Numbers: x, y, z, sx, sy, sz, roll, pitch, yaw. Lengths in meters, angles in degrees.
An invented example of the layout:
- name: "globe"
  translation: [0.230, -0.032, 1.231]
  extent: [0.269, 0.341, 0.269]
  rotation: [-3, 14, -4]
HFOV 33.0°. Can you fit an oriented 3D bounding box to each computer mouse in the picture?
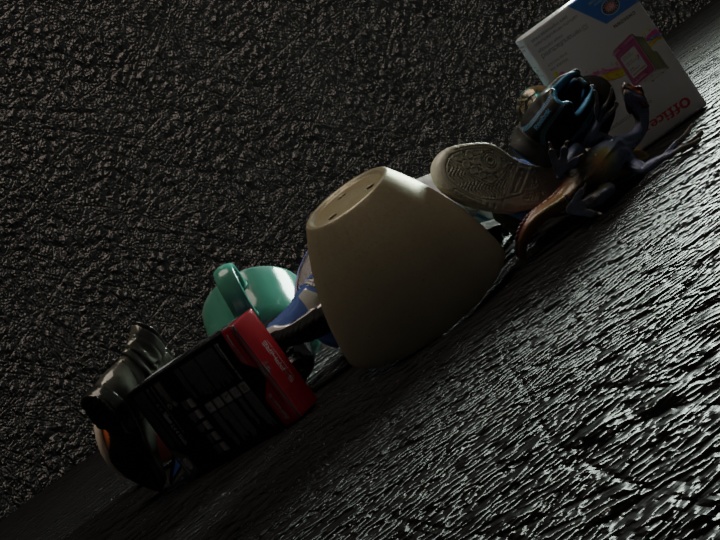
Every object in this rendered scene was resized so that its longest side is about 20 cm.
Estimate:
- name: "computer mouse"
  translation: [-0.097, 0.136, 1.498]
  extent: [0.139, 0.053, 0.200]
  rotation: [-47, 7, 13]

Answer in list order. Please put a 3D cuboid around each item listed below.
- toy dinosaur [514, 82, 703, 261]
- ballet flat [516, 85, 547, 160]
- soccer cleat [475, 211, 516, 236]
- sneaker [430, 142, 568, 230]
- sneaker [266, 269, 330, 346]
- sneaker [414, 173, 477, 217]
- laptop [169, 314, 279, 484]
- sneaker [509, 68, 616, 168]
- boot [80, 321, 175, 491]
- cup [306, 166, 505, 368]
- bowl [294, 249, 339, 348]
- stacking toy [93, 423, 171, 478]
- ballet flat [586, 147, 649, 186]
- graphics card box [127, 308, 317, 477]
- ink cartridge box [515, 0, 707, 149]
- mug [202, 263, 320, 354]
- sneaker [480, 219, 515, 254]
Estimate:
- name: "toy dinosaur"
  translation: [0.242, -0.124, 1.261]
  extent: [0.200, 0.105, 0.181]
  rotation: [-35, 1, 33]
- name: "ballet flat"
  translation: [0.237, -0.140, 1.509]
  extent: [0.068, 0.075, 0.200]
  rotation: [-24, -42, 0]
- name: "soccer cleat"
  translation: [0.165, -0.083, 1.622]
  extent: [0.070, 0.086, 0.200]
  rotation: [-36, 3, -22]
- name: "sneaker"
  translation: [0.149, -0.087, 1.315]
  extent: [0.199, 0.077, 0.111]
  rotation: [1, -10, -25]
- name: "sneaker"
  translation: [-0.033, 0.015, 1.424]
  extent: [0.200, 0.077, 0.076]
  rotation: [-38, -15, -1]
- name: "sneaker"
  translation: [0.107, -0.098, 1.589]
  extent: [0.081, 0.076, 0.200]
  rotation: [-62, 22, 1]
- name: "laptop"
  translation: [-0.157, 0.154, 1.523]
  extent: [0.199, 0.104, 0.177]
  rotation: [-25, 12, 12]
- name: "sneaker"
  translation: [0.235, -0.175, 1.299]
  extent: [0.200, 0.073, 0.082]
  rotation: [-40, -18, -50]
- name: "boot"
  translation: [-0.251, 0.165, 1.458]
  extent: [0.067, 0.200, 0.131]
  rotation: [12, 49, 25]
- name: "cup"
  translation: [0.026, -0.020, 1.243]
  extent: [0.200, 0.143, 0.200]
  rotation: [-33, 17, 11]
- name: "bowl"
  translation: [0.000, 0.000, 1.512]
  extent: [0.200, 0.039, 0.201]
  rotation: [-24, 45, 27]
- name: "stacking toy"
  translation: [-0.261, 0.207, 1.712]
  extent: [0.199, 0.147, 0.146]
  rotation: [-17, 11, 25]
- name: "ballet flat"
  translation: [0.254, -0.116, 1.382]
  extent: [0.069, 0.063, 0.200]
  rotation: [-37, 4, -21]
- name: "graphics card box"
  translation: [-0.155, 0.139, 1.342]
  extent: [0.200, 0.126, 0.051]
  rotation: [-33, 6, 37]
- name: "ink cartridge box"
  translation: [0.307, -0.242, 1.492]
  extent: [0.144, 0.200, 0.085]
  rotation: [-35, 7, 7]
- name: "mug"
  translation: [-0.143, 0.083, 1.662]
  extent: [0.185, 0.115, 0.152]
  rotation: [15, -55, -38]
- name: "sneaker"
  translation: [0.105, -0.006, 1.402]
  extent: [0.199, 0.060, 0.104]
  rotation: [-28, 7, 22]
